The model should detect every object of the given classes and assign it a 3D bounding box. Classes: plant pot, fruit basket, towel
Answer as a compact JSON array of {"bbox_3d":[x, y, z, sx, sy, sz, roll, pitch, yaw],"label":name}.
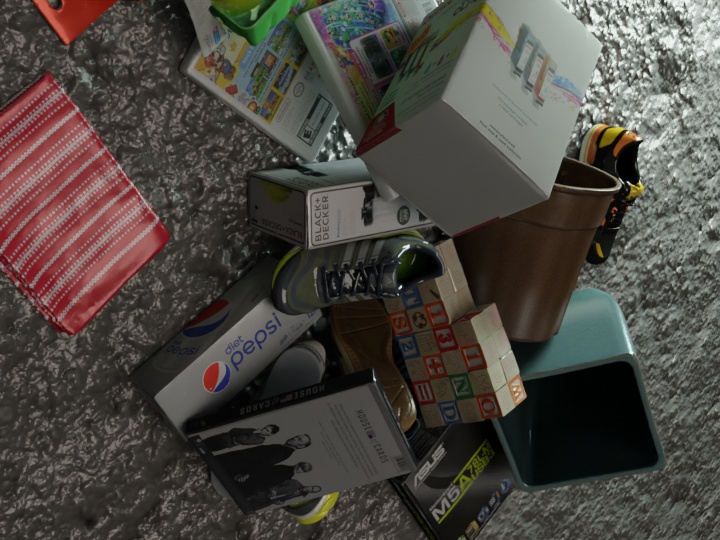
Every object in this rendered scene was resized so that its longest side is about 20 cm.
[{"bbox_3d":[0.192,-0.034,1.119,0.197,0.199,0.202,-3,113,-38],"label":"plant pot"},{"bbox_3d":[-0.094,-0.298,0.782,0.186,0.093,0.201,-49,161,-11],"label":"fruit basket"},{"bbox_3d":[0.276,0.138,1.215,0.201,0.192,0.199,-78,148,-54],"label":"plant pot"},{"bbox_3d":[-0.273,-0.055,0.830,0.145,0.022,0.201,-46,127,-20],"label":"towel"}]

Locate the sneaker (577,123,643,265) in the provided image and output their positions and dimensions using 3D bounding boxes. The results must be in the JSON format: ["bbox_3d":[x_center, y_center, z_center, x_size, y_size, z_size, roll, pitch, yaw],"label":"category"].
[{"bbox_3d":[0.350,-0.099,1.282,0.069,0.089,0.204,-14,112,-35],"label":"sneaker"}]

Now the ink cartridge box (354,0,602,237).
[{"bbox_3d":[0.118,-0.168,0.896,0.144,0.145,0.202,37,59,-19],"label":"ink cartridge box"}]

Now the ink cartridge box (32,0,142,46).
[{"bbox_3d":[-0.205,-0.298,0.790,0.200,0.050,0.110,-48,129,-18],"label":"ink cartridge box"}]

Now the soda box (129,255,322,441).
[{"bbox_3d":[-0.137,0.077,0.955,0.200,0.063,0.069,-43,126,-21],"label":"soda box"}]

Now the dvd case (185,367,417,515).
[{"bbox_3d":[-0.056,0.178,0.930,0.196,0.025,0.152,-17,131,9],"label":"dvd case"}]

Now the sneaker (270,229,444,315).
[{"bbox_3d":[0.000,0.000,0.945,0.197,0.081,0.075,-19,111,-26],"label":"sneaker"}]

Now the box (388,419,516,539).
[{"bbox_3d":[0.143,0.264,1.256,0.200,0.047,0.195,-46,130,-20],"label":"box"}]

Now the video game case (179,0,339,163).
[{"bbox_3d":[-0.068,-0.242,0.939,0.181,0.023,0.203,32,84,-41],"label":"video game case"}]

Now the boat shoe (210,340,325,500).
[{"bbox_3d":[-0.097,0.162,1.010,0.202,0.070,0.070,-61,175,15],"label":"boat shoe"}]

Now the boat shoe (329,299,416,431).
[{"bbox_3d":[0.003,0.108,1.023,0.071,0.202,0.073,-2,139,-26],"label":"boat shoe"}]

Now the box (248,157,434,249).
[{"bbox_3d":[-0.008,-0.078,0.978,0.197,0.116,0.061,-12,112,-35],"label":"box"}]

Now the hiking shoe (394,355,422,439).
[{"bbox_3d":[0.057,0.168,1.128,0.199,0.086,0.075,-39,126,-23],"label":"hiking shoe"}]

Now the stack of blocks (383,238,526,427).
[{"bbox_3d":[0.103,0.071,1.067,0.058,0.114,0.204,-24,95,-48],"label":"stack of blocks"}]

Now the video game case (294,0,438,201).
[{"bbox_3d":[0.044,-0.197,0.957,0.181,0.024,0.203,-31,97,-36],"label":"video game case"}]

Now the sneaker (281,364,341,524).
[{"bbox_3d":[-0.040,0.185,1.045,0.084,0.074,0.203,38,68,-47],"label":"sneaker"}]
